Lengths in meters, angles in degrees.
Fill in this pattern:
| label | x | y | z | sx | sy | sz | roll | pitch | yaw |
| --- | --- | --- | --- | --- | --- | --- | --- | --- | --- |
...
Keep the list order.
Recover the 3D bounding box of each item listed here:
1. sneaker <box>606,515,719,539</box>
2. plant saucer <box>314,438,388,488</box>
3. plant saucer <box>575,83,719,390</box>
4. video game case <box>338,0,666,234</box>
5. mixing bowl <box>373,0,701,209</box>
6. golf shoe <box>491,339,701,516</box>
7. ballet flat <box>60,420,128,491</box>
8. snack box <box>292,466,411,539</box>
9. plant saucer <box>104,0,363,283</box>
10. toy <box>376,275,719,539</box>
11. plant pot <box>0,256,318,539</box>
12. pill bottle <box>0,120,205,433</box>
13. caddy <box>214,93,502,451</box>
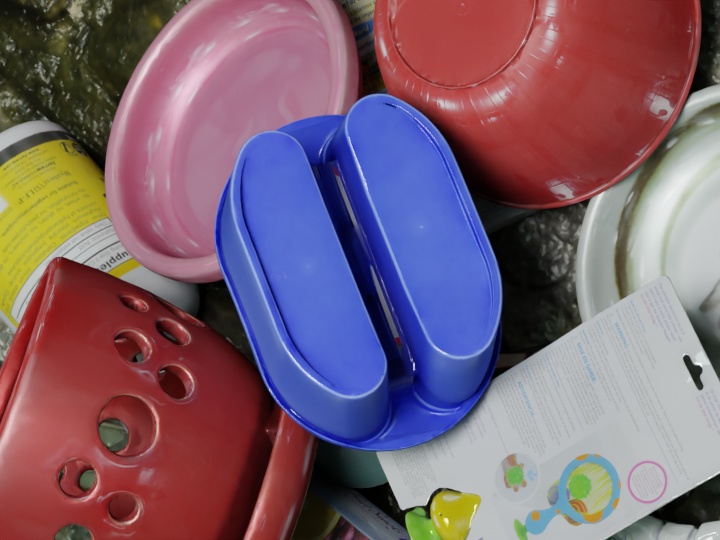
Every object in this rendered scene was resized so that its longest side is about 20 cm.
| label | x | y | z | sx | sy | sz | roll | pitch | yaw |
| --- | --- | --- | --- | --- | --- | --- | --- | --- | --- |
| sneaker | 0.168 | 0.173 | 1.633 | 0.199 | 0.091 | 0.078 | 12 | 76 | 25 |
| plant saucer | -0.008 | 0.028 | 1.714 | 0.200 | 0.036 | 0.201 | -16 | 71 | 54 |
| plant saucer | 0.218 | -0.005 | 1.619 | 0.200 | 0.050 | 0.201 | -10 | 72 | 32 |
| video game case | 0.070 | -0.118 | 1.730 | 0.200 | 0.024 | 0.183 | -25 | 77 | 27 |
| mixing bowl | 0.083 | -0.141 | 1.639 | 0.199 | 0.108 | 0.201 | -4 | 81 | 29 |
| golf shoe | 0.115 | 0.072 | 1.686 | 0.199 | 0.077 | 0.088 | 20 | 76 | 27 |
| ballet flat | -0.163 | 0.125 | 1.829 | 0.199 | 0.069 | 0.070 | 11 | 95 | 28 |
| snack box | -0.030 | 0.203 | 1.725 | 0.200 | 0.053 | 0.143 | 34 | 107 | 49 |
| plant saucer | -0.069 | -0.083 | 1.743 | 0.200 | 0.051 | 0.201 | -22 | 55 | 36 |
| toy | 0.116 | 0.104 | 1.602 | 0.200 | 0.047 | 0.115 | -31 | 66 | 16 |
| plant pot | -0.128 | 0.112 | 1.649 | 0.182 | 0.200 | 0.201 | 19 | 100 | -8 |
| pill bottle | -0.171 | 0.010 | 1.809 | 0.200 | 0.111 | 0.111 | 48 | 110 | 20 |
| caddy | 0.000 | 0.000 | 1.603 | 0.141 | 0.105 | 0.201 | -19 | 76 | -10 |
